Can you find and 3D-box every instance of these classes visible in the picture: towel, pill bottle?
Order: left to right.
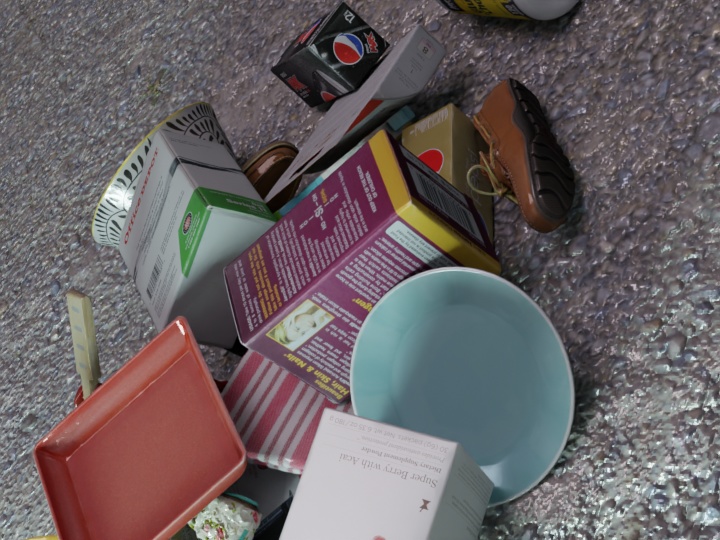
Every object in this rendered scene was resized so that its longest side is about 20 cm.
[{"bbox_3d":[-0.045,0.125,1.416,0.199,0.030,0.147,6,47,33],"label":"towel"},{"bbox_3d":[0.132,-0.317,1.596,0.199,0.112,0.113,17,73,53],"label":"pill bottle"}]

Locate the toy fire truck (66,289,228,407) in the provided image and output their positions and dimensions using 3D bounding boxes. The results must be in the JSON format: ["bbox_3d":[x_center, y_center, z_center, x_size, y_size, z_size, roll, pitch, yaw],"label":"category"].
[{"bbox_3d":[-0.209,0.118,1.526,0.175,0.200,0.130,-7,55,44],"label":"toy fire truck"}]

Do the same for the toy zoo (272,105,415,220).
[{"bbox_3d":[-0.019,-0.100,1.583,0.200,0.021,0.131,-38,2,25],"label":"toy zoo"}]

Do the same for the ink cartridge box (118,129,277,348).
[{"bbox_3d":[-0.169,-0.036,1.579,0.148,0.082,0.200,-67,30,20],"label":"ink cartridge box"}]

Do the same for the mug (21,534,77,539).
[{"bbox_3d":[-0.288,0.340,1.455,0.148,0.187,0.154,-14,56,14],"label":"mug"}]

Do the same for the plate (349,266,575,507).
[{"bbox_3d":[0.085,0.096,1.289,0.198,0.026,0.202,3,98,26],"label":"plate"}]

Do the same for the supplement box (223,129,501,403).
[{"bbox_3d":[0.000,0.000,1.347,0.200,0.131,0.104,-39,42,18],"label":"supplement box"}]

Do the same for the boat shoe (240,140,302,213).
[{"bbox_3d":[-0.120,-0.044,1.682,0.201,0.072,0.068,-55,33,16],"label":"boat shoe"}]

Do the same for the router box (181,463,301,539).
[{"bbox_3d":[-0.079,0.253,1.397,0.179,0.049,0.201,-41,37,14],"label":"router box"}]

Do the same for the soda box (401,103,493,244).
[{"bbox_3d":[0.081,-0.056,1.468,0.064,0.068,0.201,-26,44,32],"label":"soda box"}]

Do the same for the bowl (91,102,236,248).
[{"bbox_3d":[-0.198,-0.080,1.745,0.094,0.201,0.201,39,92,10],"label":"bowl"}]

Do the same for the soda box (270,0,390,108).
[{"bbox_3d":[-0.036,-0.228,1.677,0.063,0.071,0.200,-51,11,-9],"label":"soda box"}]

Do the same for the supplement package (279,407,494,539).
[{"bbox_3d":[0.009,0.230,1.217,0.120,0.120,0.202,12,72,23],"label":"supplement package"}]

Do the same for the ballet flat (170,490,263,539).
[{"bbox_3d":[-0.166,0.218,1.421,0.199,0.075,0.064,8,73,53],"label":"ballet flat"}]

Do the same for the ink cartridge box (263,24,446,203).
[{"bbox_3d":[-0.007,-0.141,1.572,0.162,0.057,0.201,-36,20,47],"label":"ink cartridge box"}]

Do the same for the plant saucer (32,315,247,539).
[{"bbox_3d":[-0.193,0.170,1.399,0.199,0.037,0.200,-41,44,9],"label":"plant saucer"}]

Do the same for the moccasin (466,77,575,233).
[{"bbox_3d":[0.142,-0.099,1.434,0.078,0.073,0.202,-43,38,22],"label":"moccasin"}]

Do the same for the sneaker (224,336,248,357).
[{"bbox_3d":[-0.067,0.025,1.559,0.199,0.070,0.091,-17,51,41],"label":"sneaker"}]
